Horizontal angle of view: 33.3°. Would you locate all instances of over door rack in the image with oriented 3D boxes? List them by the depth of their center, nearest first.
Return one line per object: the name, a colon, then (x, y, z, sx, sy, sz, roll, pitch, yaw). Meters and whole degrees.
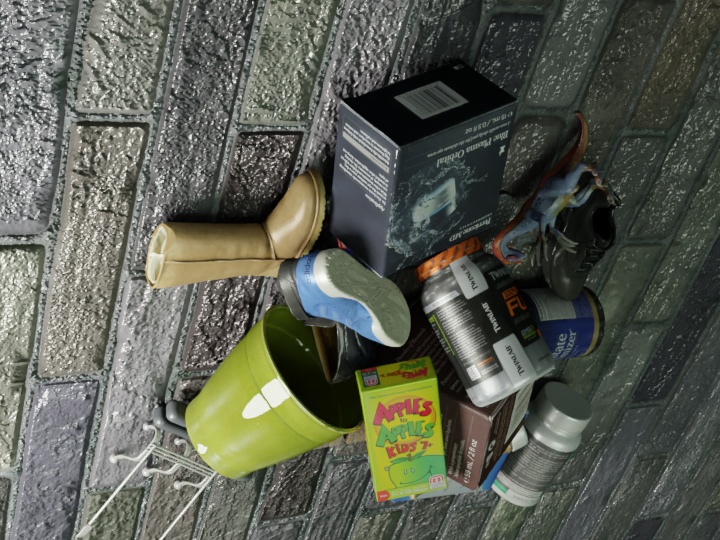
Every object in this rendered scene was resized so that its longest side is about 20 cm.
over door rack: (-0.309, 0.326, 1.731, 0.148, 0.066, 0.201, 35, 86, -45)

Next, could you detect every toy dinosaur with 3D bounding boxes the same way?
toy dinosaur: (0.261, -0.087, 1.683, 0.181, 0.201, 0.105, -20, 153, 23)

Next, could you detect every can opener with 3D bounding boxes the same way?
can opener: (-0.212, 0.242, 1.725, 0.052, 0.067, 0.200, -26, 138, 28)

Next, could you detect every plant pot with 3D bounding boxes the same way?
plant pot: (-0.130, 0.184, 1.645, 0.193, 0.201, 0.200, -38, 138, 22)

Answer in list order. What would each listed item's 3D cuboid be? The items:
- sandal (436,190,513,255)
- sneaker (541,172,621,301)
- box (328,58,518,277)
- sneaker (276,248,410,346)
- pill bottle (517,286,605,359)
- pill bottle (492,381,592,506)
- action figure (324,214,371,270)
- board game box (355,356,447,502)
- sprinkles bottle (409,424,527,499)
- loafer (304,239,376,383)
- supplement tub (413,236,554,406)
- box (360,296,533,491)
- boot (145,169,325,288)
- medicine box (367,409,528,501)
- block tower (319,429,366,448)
sandal: (0.145, -0.051, 1.694, 0.075, 0.045, 0.200, 6, 140, -28)
sneaker: (0.324, -0.039, 1.746, 0.076, 0.091, 0.201, -12, 123, -30)
box: (0.075, -0.128, 1.489, 0.196, 0.117, 0.201, -24, 140, -31)
sneaker: (-0.026, 0.038, 1.540, 0.111, 0.077, 0.200, -6, 151, 37)
pill bottle: (0.262, 0.083, 1.826, 0.199, 0.112, 0.112, -4, 130, -28)
pill bottle: (0.303, 0.293, 2.040, 0.113, 0.113, 0.201, 7, 126, -35)
action figure: (0.000, 0.000, 1.641, 0.065, 0.099, 0.201, -22, 114, -8)
board game box: (0.057, 0.215, 1.612, 0.101, 0.048, 0.201, -10, 125, -3)
sprinkles bottle: (0.152, 0.274, 1.815, 0.199, 0.068, 0.068, -25, 137, -9)
loafer: (-0.043, 0.055, 1.595, 0.072, 0.073, 0.201, -33, 107, -37)
supplement tub: (0.157, 0.065, 1.568, 0.122, 0.201, 0.123, -28, 176, -2)
box: (0.128, 0.172, 1.721, 0.164, 0.199, 0.167, -46, 152, -40)
boot: (-0.153, -0.048, 1.497, 0.199, 0.066, 0.176, -2, 129, -28)
medicine box: (0.139, 0.263, 1.924, 0.199, 0.103, 0.183, -1, 129, -29)
block tower: (-0.025, 0.223, 1.799, 0.199, 0.058, 0.054, -4, 131, -26)
